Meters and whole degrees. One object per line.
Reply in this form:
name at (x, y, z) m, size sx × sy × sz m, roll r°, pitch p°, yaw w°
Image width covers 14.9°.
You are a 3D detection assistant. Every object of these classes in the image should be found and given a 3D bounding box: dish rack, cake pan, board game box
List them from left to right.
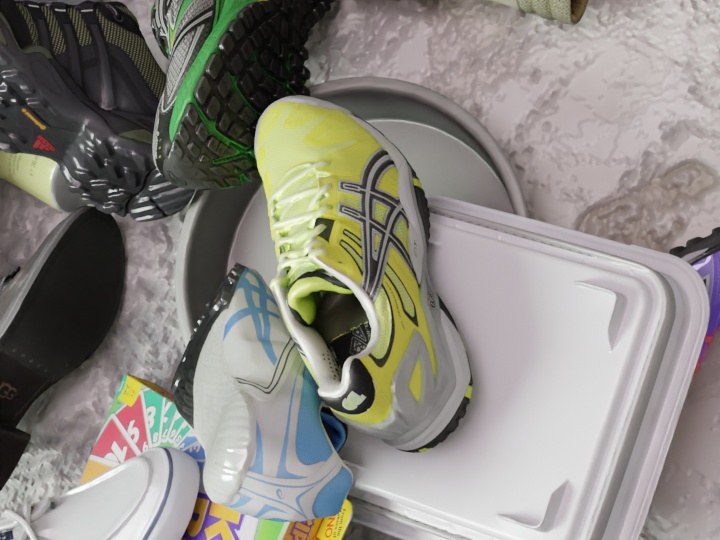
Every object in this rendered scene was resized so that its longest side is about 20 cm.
board game box at (-0.081, 0.127, 1.405) m, size 0.200 × 0.030 × 0.096 m, roll 25°, pitch 92°, yaw 50°
cake pan at (0.000, 0.000, 1.437) m, size 0.200 × 0.037 × 0.200 m, roll -5°, pitch 78°, yaw 22°
dish rack at (0.058, 0.054, 1.336) m, size 0.200 × 0.044 × 0.172 m, roll 16°, pitch 87°, yaw 38°

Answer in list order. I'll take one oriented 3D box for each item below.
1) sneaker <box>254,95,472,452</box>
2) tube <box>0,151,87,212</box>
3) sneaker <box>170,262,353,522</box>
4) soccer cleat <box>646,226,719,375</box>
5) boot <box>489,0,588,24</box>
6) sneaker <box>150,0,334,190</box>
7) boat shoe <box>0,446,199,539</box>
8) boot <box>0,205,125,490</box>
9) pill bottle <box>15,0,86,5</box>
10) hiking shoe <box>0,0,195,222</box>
sneaker at (-0.008, -0.009, 1.328) m, size 0.075 × 0.076 × 0.200 m, roll -39°, pitch 56°, yaw 22°
tube at (-0.225, -0.097, 1.549) m, size 0.200 × 0.052 × 0.058 m, roll 32°, pitch 61°, yaw 29°
sneaker at (-0.047, 0.062, 1.353) m, size 0.072 × 0.072 × 0.200 m, roll -60°, pitch 20°, yaw 21°
soccer cleat at (0.131, 0.058, 1.356) m, size 0.200 × 0.068 × 0.073 m, roll -42°, pitch 71°, yaw 14°
boot at (0.068, -0.232, 1.438) m, size 0.155 × 0.072 × 0.200 m, roll 11°, pitch 89°, yaw 25°
sneaker at (-0.072, -0.112, 1.446) m, size 0.085 × 0.078 × 0.200 m, roll -13°, pitch 38°, yaw 28°
boat shoe at (-0.166, 0.154, 1.402) m, size 0.200 × 0.065 × 0.074 m, roll -44°, pitch 35°, yaw 16°
boot at (-0.238, 0.034, 1.513) m, size 0.174 × 0.069 × 0.200 m, roll 17°, pitch 67°, yaw 39°
pill bottle at (-0.231, -0.217, 1.540) m, size 0.111 × 0.111 × 0.200 m, roll -42°, pitch 67°, yaw 10°
hiking shoe at (-0.167, -0.110, 1.464) m, size 0.076 × 0.200 × 0.101 m, roll -43°, pitch 18°, yaw 41°
